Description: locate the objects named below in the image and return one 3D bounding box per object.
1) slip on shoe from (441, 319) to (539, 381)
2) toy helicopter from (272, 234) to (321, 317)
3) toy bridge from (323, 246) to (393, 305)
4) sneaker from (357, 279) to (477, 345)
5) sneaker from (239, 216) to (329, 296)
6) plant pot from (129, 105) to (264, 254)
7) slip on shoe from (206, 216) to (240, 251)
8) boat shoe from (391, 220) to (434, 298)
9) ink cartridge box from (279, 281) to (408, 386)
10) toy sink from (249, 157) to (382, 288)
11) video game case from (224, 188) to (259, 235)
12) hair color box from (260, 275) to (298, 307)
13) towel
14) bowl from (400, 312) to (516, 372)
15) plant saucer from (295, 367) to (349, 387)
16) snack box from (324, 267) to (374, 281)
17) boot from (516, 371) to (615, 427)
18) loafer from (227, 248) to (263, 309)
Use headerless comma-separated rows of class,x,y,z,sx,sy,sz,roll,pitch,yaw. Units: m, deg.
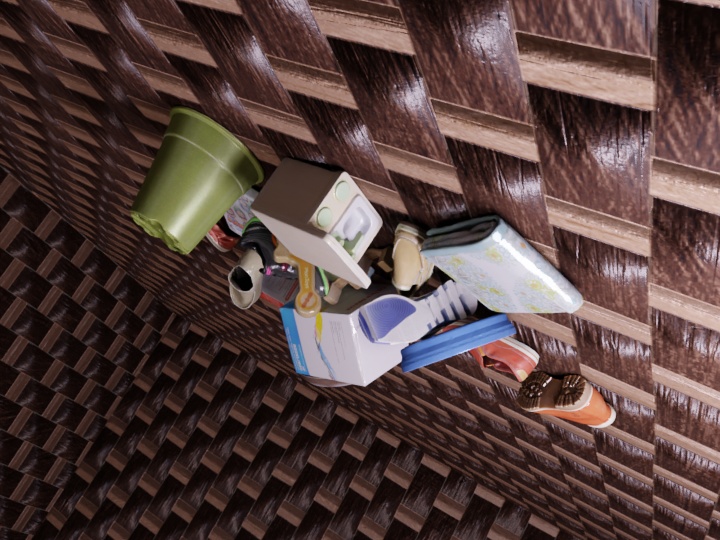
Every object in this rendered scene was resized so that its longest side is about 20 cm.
slip on shoe,0.223,0.140,1.389,0.197,0.062,0.074,23,164,35
toy helicopter,-0.084,-0.016,1.317,0.128,0.205,0.079,-1,152,-9
toy bridge,0.000,0.000,1.375,0.027,0.068,0.199,35,143,-19
sneaker,0.085,0.083,1.247,0.082,0.195,0.115,70,155,15
sneaker,-0.141,-0.012,1.417,0.198,0.084,0.077,38,158,7
plant pot,-0.297,-0.141,1.330,0.197,0.192,0.201,30,164,10
slip on shoe,-0.333,-0.127,1.666,0.060,0.075,0.201,-26,119,29
boat shoe,0.079,-0.004,1.215,0.070,0.077,0.201,26,162,20
ink cartridge box,-0.029,0.117,1.501,0.197,0.146,0.149,3,112,44
toy sink,-0.051,-0.079,1.184,0.198,0.113,0.131,23,163,45
video game case,-0.205,-0.100,1.501,0.198,0.024,0.184,31,155,27
hair color box,-0.140,0.034,1.684,0.197,0.112,0.064,27,164,21
towel,0.188,-0.004,1.066,0.170,0.049,0.199,36,164,-20
bowl,0.155,0.117,1.261,0.201,0.196,0.040,132,119,-74
plant saucer,-0.035,0.195,1.587,0.198,0.197,0.033,10,113,53
snack box,-0.068,-0.025,1.506,0.116,0.038,0.198,42,162,-25
boot,0.366,0.241,1.394,0.106,0.076,0.199,33,164,-20
loafer,-0.244,0.019,1.609,0.075,0.068,0.202,39,142,11
